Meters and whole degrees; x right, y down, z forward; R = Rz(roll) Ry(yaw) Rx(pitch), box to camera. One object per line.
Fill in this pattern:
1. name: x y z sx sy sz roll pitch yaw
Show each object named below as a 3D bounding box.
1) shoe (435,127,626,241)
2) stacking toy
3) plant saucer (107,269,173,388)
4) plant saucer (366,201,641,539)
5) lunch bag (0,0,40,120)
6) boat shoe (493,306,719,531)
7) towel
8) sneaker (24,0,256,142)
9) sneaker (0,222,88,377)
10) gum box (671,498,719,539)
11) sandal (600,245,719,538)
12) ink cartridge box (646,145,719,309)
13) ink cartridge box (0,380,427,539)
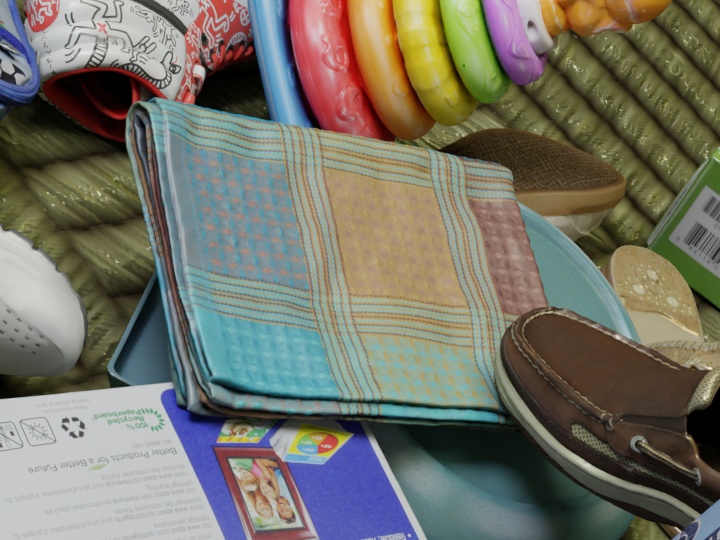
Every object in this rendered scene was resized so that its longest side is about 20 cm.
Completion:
1. shoe: 0.061 -0.030 1.174 0.070 0.053 0.200 39 30 30
2. stacking toy: 0.053 -0.116 1.116 0.116 0.199 0.110 1 77 -71
3. plant saucer: -0.059 0.010 1.053 0.070 0.019 0.200 28 33 -6
4. plant saucer: 0.058 0.040 1.046 0.200 0.027 0.201 17 55 -26
5. lunch bag: -0.227 -0.131 1.009 0.200 0.076 0.160 30 26 -40
6. boat shoe: 0.138 0.063 0.930 0.202 0.075 0.075 36 45 29
7. towel: 0.000 0.000 0.988 0.200 0.022 0.147 7 55 -34
8. sneaker: -0.090 -0.108 1.146 0.201 0.067 0.108 18 59 -50
9. sneaker: -0.204 0.018 0.896 0.199 0.075 0.087 11 45 -14
10. gum box: 0.184 0.176 0.871 0.200 0.170 0.045 39 33 -6
11. sandal: 0.166 0.048 1.135 0.077 0.070 0.212 15 38 -24
12. ink cartridge box: 0.266 -0.030 1.306 0.148 0.076 0.200 37 36 8
13. ink cartridge box: -0.050 0.132 0.880 0.197 0.047 0.200 -3 56 -41
